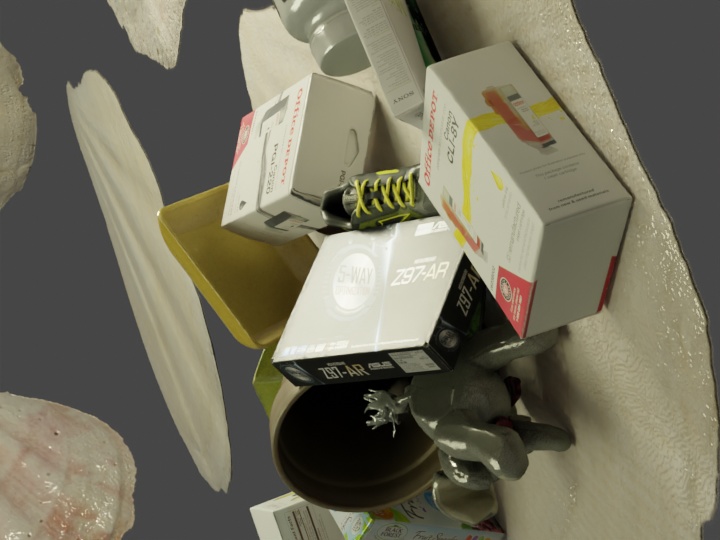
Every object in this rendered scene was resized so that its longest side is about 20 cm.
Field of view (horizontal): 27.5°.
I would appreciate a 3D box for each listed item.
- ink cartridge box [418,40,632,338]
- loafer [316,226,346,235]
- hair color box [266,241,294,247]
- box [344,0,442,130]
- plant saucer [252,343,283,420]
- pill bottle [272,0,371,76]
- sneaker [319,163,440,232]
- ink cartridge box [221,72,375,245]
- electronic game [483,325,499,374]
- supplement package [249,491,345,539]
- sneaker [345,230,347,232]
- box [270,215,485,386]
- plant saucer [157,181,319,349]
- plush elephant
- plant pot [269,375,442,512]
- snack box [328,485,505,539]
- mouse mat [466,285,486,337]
[{"bbox_3d":[0.128,-0.068,1.224,0.145,0.083,0.200,92,154,-50],"label":"ink cartridge box"},{"bbox_3d":[-0.052,-0.092,1.788,0.071,0.073,0.200,37,-164,-29],"label":"loafer"},{"bbox_3d":[-0.115,-0.082,1.907,0.109,0.065,0.200,95,172,-54],"label":"hair color box"},{"bbox_3d":[0.030,-0.221,1.337,0.200,0.036,0.144,69,-162,11],"label":"box"},{"bbox_3d":[-0.074,0.087,1.919,0.200,0.048,0.200,80,-152,-70],"label":"plant saucer"},{"bbox_3d":[-0.041,-0.298,1.471,0.111,0.110,0.200,110,139,-65],"label":"pill bottle"},{"bbox_3d":[0.032,-0.065,1.460,0.200,0.084,0.075,-20,70,56],"label":"sneaker"},{"bbox_3d":[-0.072,-0.120,1.651,0.200,0.085,0.146,-18,59,60],"label":"ink cartridge box"},{"bbox_3d":[0.094,0.086,1.575,0.200,0.042,0.200,161,90,-74],"label":"electronic game"},{"bbox_3d":[-0.016,0.348,1.934,0.152,0.200,0.151,155,95,-73],"label":"supplement package"},{"bbox_3d":[0.000,0.000,1.704,0.081,0.088,0.201,-130,28,-54],"label":"sneaker"},{"bbox_3d":[0.024,0.028,1.402,0.200,0.160,0.044,-8,137,41],"label":"box"},{"bbox_3d":[-0.130,-0.004,1.731,0.200,0.200,0.048,52,126,8],"label":"plant saucer"},{"bbox_3d":[0.122,0.147,1.387,0.200,0.155,0.165,-13,54,38],"label":"plush elephant"},{"bbox_3d":[-0.004,0.124,1.552,0.174,0.199,0.200,-106,7,-56],"label":"plant pot"},{"bbox_3d":[0.049,0.256,1.650,0.053,0.200,0.142,-59,41,21],"label":"snack box"},{"bbox_3d":[0.083,0.029,1.505,0.161,0.008,0.200,-129,35,-48],"label":"mouse mat"}]
